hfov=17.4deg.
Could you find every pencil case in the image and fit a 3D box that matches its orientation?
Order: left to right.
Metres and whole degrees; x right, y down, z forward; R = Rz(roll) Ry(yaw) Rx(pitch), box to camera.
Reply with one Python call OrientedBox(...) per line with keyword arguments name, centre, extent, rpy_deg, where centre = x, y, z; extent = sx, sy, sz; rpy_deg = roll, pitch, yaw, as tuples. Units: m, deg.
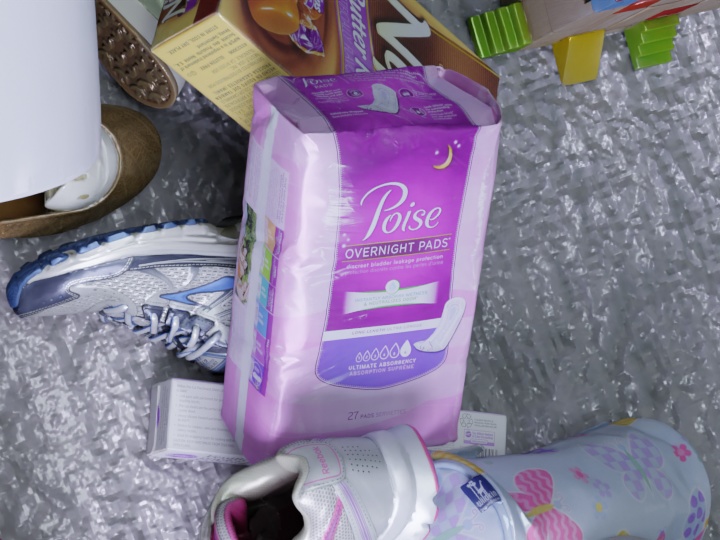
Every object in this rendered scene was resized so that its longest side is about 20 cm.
OrientedBox(name="pencil case", centre=(0.104, 0.130, 1.272), extent=(0.200, 0.083, 0.091), rpy_deg=(-4, 43, -47))

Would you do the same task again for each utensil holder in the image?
OrientedBox(name="utensil holder", centre=(-0.207, -0.144, 1.112), extent=(0.169, 0.170, 0.201), rpy_deg=(-11, 110, -23))

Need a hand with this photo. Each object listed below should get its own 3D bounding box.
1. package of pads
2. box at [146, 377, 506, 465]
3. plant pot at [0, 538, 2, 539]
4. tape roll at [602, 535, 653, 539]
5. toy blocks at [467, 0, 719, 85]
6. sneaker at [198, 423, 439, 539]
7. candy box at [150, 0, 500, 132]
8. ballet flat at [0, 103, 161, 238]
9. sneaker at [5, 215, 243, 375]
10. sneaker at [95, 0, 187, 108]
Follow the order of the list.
OrientedBox(name="package of pads", centre=(0.000, 0.000, 1.202), extent=(0.120, 0.076, 0.201), rpy_deg=(-7, 119, -27))
OrientedBox(name="box", centre=(-0.016, 0.090, 1.287), extent=(0.199, 0.039, 0.042), rpy_deg=(7, 78, -22))
OrientedBox(name="plant pot", centre=(-0.241, 0.171, 1.113), extent=(0.200, 0.200, 0.179), rpy_deg=(-30, 79, -23))
OrientedBox(name="tape roll", centre=(0.137, 0.240, 1.231), extent=(0.202, 0.037, 0.204), rpy_deg=(-14, 108, -50))
OrientedBox(name="toy blocks", centre=(0.176, -0.177, 1.353), extent=(0.199, 0.137, 0.100), rpy_deg=(-14, 88, -24))
OrientedBox(name="sneaker", centre=(-0.051, 0.146, 1.196), extent=(0.088, 0.200, 0.081), rpy_deg=(14, 34, -38))
OrientedBox(name="candy box", centre=(-0.013, -0.110, 1.261), extent=(0.200, 0.056, 0.117), rpy_deg=(39, 45, -32))
OrientedBox(name="ballet flat", centre=(-0.188, -0.051, 1.219), extent=(0.199, 0.072, 0.068), rpy_deg=(-8, 87, -24))
OrientedBox(name="sneaker", centre=(-0.087, 0.015, 1.251), extent=(0.199, 0.077, 0.086), rpy_deg=(-8, 89, -23))
OrientedBox(name="sneaker", centre=(-0.136, -0.190, 1.270), extent=(0.090, 0.067, 0.200), rpy_deg=(-41, 98, -30))
